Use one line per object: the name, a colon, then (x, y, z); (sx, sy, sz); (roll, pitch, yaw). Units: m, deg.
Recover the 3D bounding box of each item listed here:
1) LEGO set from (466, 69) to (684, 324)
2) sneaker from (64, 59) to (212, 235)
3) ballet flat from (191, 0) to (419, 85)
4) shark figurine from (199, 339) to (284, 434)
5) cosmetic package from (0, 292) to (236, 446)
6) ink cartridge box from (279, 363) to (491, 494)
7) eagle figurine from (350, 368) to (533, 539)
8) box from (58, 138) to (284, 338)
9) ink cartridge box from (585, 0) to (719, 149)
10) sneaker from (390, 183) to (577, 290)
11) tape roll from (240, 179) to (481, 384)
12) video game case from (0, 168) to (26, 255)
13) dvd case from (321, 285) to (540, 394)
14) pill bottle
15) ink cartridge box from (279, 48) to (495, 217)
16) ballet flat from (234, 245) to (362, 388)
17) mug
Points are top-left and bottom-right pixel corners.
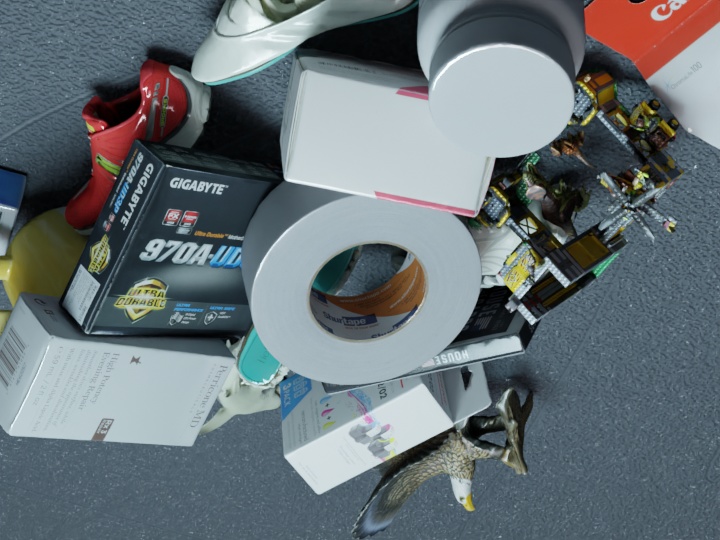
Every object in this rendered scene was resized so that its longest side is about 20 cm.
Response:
LEGO set: (0.155, -0.055, 1.228); (0.154, 0.116, 0.200); (54, 133, 7)
sneaker: (-0.205, -0.110, 1.310); (0.085, 0.077, 0.200); (30, 127, -22)
ballet flat: (-0.050, -0.204, 1.160); (0.199, 0.070, 0.070); (-18, 139, 18)
shark figurine: (-0.132, 0.088, 1.563); (0.127, 0.090, 0.215); (-24, 156, -16)
cosmetic package: (-0.214, 0.088, 1.316); (0.199, 0.074, 0.102); (10, 116, -44)
ink cartridge box: (0.021, 0.122, 1.519); (0.199, 0.115, 0.068); (-29, 124, 13)
eagle figurine: (0.076, 0.189, 1.587); (0.199, 0.152, 0.152); (-11, 168, 17)
box: (-0.141, -0.021, 1.300); (0.199, 0.046, 0.160); (6, 117, -53)
ink cartridge box: (0.285, -0.172, 1.169); (0.199, 0.057, 0.162); (20, 142, -27)
sneaker: (0.109, -0.027, 1.376); (0.081, 0.075, 0.199); (39, 132, -24)
tape roll: (0.000, 0.000, 1.307); (0.199, 0.066, 0.201); (-7, 128, -9)
video game case: (-0.427, -0.048, 1.438); (0.199, 0.046, 0.182); (16, 142, -13)
dvd case: (0.075, 0.055, 1.431); (0.199, 0.150, 0.025); (-15, 108, 24)
pill bottle: (0.096, -0.178, 1.046); (0.112, 0.201, 0.114); (3, 137, 3)
ink cartridge box: (0.016, -0.109, 1.160); (0.145, 0.200, 0.083); (10, 101, -6)
ballet flat: (-0.057, 0.019, 1.441); (0.071, 0.072, 0.201); (25, 108, -25)
mug: (-0.260, 0.011, 1.386); (0.149, 0.153, 0.187); (-45, 141, 1)
